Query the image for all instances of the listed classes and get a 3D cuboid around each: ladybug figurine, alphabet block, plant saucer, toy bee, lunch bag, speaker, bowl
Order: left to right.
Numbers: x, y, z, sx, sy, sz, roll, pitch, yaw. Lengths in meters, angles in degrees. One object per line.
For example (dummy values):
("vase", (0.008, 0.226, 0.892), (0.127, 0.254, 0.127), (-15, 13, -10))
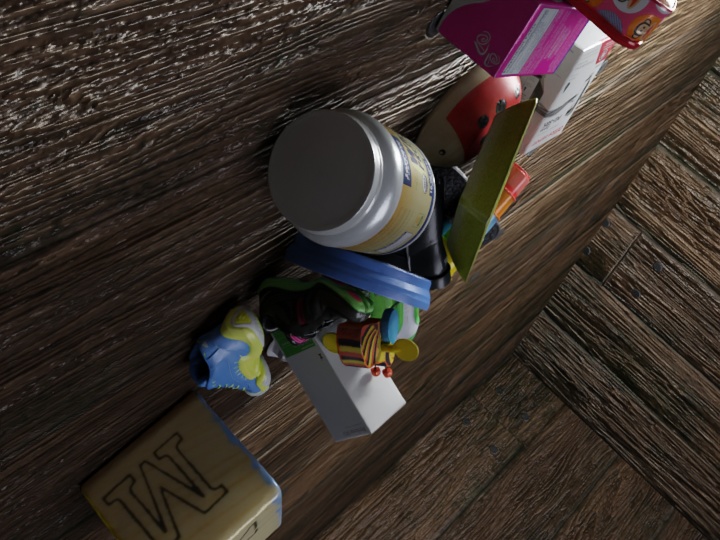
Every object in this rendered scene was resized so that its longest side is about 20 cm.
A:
("alphabet block", (-0.243, 0.333, 1.201), (0.199, 0.196, 0.197), (-39, 159, -24))
("bowl", (0.000, 0.000, 1.095), (0.040, 0.197, 0.200), (-70, 161, 1))
("toy bee", (0.026, 0.101, 1.158), (0.198, 0.129, 0.112), (-16, 109, -47))
("speaker", (0.053, 0.021, 1.351), (0.088, 0.088, 0.203), (-35, 139, -34))
("ladybug figurine", (0.160, -0.219, 1.205), (0.200, 0.072, 0.136), (-46, 162, -9))
("plant saucer", (0.172, -0.114, 1.174), (0.201, 0.047, 0.203), (95, 18, -67))
("lunch bag", (0.302, -0.375, 1.048), (0.082, 0.175, 0.201), (-48, -173, 39))

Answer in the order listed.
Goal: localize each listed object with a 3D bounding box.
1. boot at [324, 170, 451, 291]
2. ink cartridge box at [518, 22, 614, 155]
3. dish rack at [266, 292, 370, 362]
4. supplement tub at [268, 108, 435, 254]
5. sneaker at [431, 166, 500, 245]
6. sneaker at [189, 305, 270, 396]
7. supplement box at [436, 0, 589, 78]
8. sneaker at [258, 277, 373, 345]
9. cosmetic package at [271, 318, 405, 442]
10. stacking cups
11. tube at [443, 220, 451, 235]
("boot", (0.031, -0.060, 1.202), (0.077, 0.196, 0.172), (-56, 141, -55))
("ink cartridge box", (0.306, -0.301, 1.362), (0.146, 0.083, 0.202), (-32, 156, -44))
("dish rack", (-0.052, 0.076, 1.369), (0.201, 0.043, 0.171), (-51, 162, 4))
("supplement tub", (-0.006, -0.096, 0.947), (0.145, 0.144, 0.199), (-51, 163, 12))
("sneaker", (0.152, -0.116, 1.374), (0.071, 0.084, 0.200), (-35, 130, 11))
("sneaker", (-0.180, 0.124, 1.139), (0.104, 0.076, 0.202), (-28, 149, -19))
("supplement box", (0.195, -0.310, 1.048), (0.199, 0.101, 0.104), (-20, 148, -55))
("sneaker", (-0.058, 0.055, 1.075), (0.076, 0.198, 0.086), (21, 75, -40))
("cosmetic package", (-0.035, 0.136, 1.235), (0.084, 0.202, 0.107), (-32, -178, -37))
("stacking cups", (0.179, -0.082, 1.316), (0.201, 0.060, 0.060), (-51, 162, 1))
("tube", (0.134, -0.056, 1.419), (0.078, 0.049, 0.202), (81, 31, -46))
